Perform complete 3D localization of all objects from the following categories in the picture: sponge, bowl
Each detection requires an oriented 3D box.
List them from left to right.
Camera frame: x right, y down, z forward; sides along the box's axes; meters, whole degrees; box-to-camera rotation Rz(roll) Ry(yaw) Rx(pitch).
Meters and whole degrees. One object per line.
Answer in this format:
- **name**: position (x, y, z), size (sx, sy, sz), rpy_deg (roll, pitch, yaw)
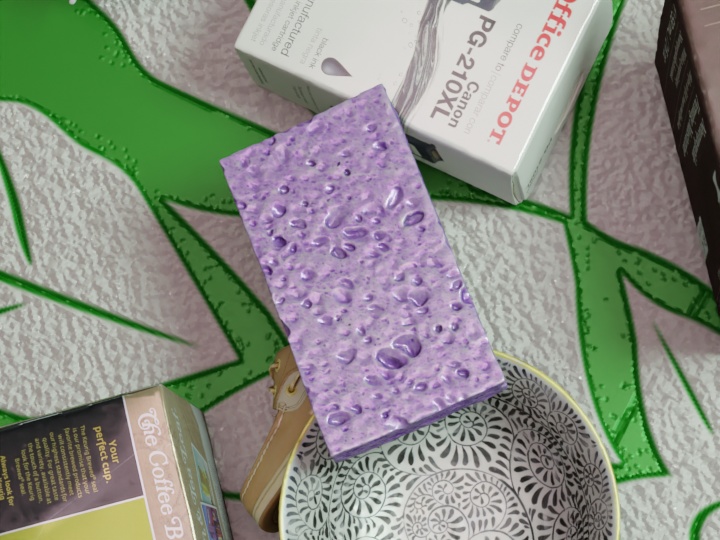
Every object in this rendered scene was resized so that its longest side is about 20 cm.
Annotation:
- **sponge**: position (0.000, 0.000, 1.124), size (0.111, 0.030, 0.201), rpy_deg (-23, 72, 4)
- **bowl**: position (0.055, 0.151, 1.145), size (0.199, 0.094, 0.202), rpy_deg (-1, 78, 6)

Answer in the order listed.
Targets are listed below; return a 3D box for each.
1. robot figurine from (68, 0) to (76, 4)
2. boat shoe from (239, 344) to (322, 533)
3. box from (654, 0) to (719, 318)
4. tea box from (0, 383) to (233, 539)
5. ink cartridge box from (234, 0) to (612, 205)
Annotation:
- **robot figurine**: position (-0.168, -0.276, 1.247), size (0.169, 0.113, 0.201), rpy_deg (-14, 76, 27)
- **boat shoe**: position (-0.020, 0.067, 1.188), size (0.066, 0.074, 0.201), rpy_deg (30, 82, 25)
- **box**: position (0.279, -0.077, 1.130), size (0.163, 0.166, 0.201), rpy_deg (-12, 77, 3)
- **tea box**: position (-0.174, 0.195, 1.141), size (0.196, 0.134, 0.201), rpy_deg (-14, 77, 4)
- **ink cartridge box**: position (0.044, -0.152, 1.213), size (0.199, 0.084, 0.145), rpy_deg (26, 83, 11)
